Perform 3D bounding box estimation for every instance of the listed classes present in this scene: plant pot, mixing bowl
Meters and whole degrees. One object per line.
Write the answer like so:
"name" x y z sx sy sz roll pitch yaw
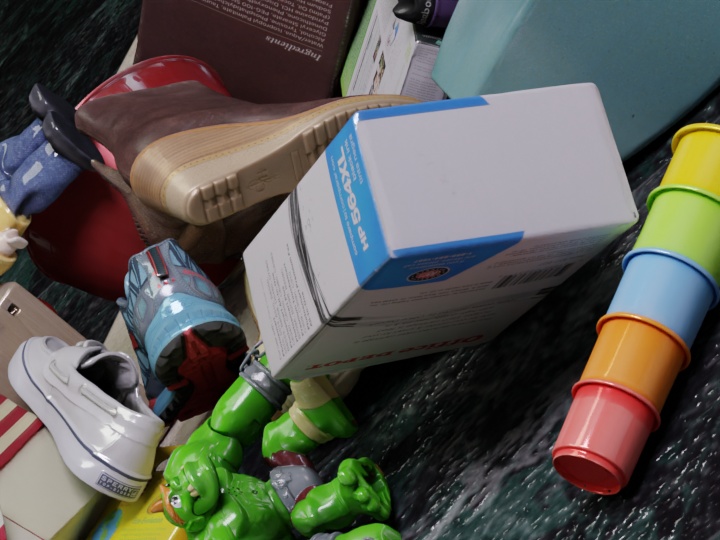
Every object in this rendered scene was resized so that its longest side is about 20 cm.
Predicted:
"plant pot" 0.145 -0.157 1.382 0.200 0.141 0.141 -52 20 7
"mixing bowl" -0.138 -0.046 1.717 0.108 0.200 0.200 38 87 30

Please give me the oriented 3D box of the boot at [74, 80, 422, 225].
"boot" -0.069 -0.097 1.512 0.200 0.073 0.166 -17 32 -23

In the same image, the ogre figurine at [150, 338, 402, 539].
"ogre figurine" -0.050 0.128 1.332 0.120 0.098 0.200 -38 59 10

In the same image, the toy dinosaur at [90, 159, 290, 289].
"toy dinosaur" -0.096 -0.033 1.615 0.136 0.200 0.086 -61 43 42

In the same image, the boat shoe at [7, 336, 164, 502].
"boat shoe" -0.171 0.081 1.517 0.065 0.073 0.200 -60 35 8

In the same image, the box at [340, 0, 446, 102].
"box" 0.026 -0.142 1.613 0.200 0.036 0.145 -98 23 -55

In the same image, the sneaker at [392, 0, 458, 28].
"sneaker" 0.035 -0.232 1.549 0.200 0.087 0.076 -115 31 -46

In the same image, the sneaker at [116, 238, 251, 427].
"sneaker" -0.116 0.036 1.532 0.079 0.096 0.200 -22 -17 -13

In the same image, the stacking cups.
"stacking cups" 0.150 0.022 1.179 0.060 0.060 0.200 -13 44 57

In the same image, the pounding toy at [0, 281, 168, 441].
"pounding toy" -0.256 0.073 1.700 0.142 0.184 0.200 -56 22 -19

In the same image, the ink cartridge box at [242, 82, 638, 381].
"ink cartridge box" 0.036 -0.018 1.255 0.200 0.146 0.085 136 121 -61

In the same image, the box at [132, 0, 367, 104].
"box" -0.061 -0.240 1.770 0.200 0.164 0.166 107 -173 -51

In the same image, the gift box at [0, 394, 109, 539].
"gift box" -0.280 0.166 1.470 0.200 0.184 0.187 -68 -9 23

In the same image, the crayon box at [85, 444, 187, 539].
"crayon box" -0.140 0.200 1.443 0.127 0.051 0.200 -11 43 59

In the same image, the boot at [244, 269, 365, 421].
"boot" 0.000 0.000 1.477 0.155 0.073 0.200 -41 24 22

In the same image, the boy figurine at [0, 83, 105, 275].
"boy figurine" -0.273 -0.043 1.635 0.200 0.064 0.124 -38 47 13
